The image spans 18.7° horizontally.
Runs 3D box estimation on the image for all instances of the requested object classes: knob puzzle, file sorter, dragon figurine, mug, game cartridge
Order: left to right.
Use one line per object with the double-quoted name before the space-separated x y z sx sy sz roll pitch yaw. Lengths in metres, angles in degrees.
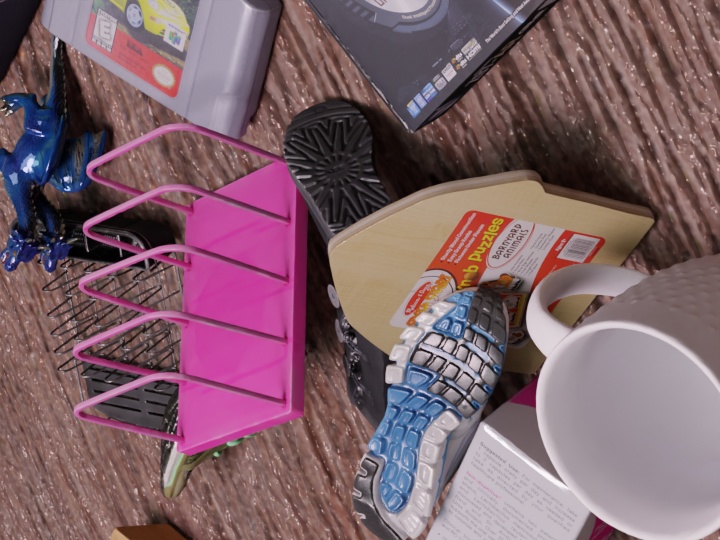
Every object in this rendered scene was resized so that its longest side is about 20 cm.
"dragon figurine" -0.242 -0.097 1.724 0.099 0.059 0.201 28 96 35
"game cartridge" -0.152 -0.200 1.631 0.199 0.041 0.134 32 123 22
"file sorter" -0.129 0.012 1.594 0.138 0.125 0.202 -22 60 45
"knob puzzle" 0.069 -0.007 1.474 0.220 0.218 0.031 -55 33 42
"mug" 0.197 0.054 1.378 0.199 0.175 0.149 29 128 25

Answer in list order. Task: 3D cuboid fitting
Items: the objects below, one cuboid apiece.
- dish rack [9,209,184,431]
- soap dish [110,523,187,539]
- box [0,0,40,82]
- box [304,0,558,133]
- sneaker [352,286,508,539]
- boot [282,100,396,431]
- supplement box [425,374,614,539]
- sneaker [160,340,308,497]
"dish rack" -0.200 0.047 1.789 0.153 0.054 0.202 9 117 37
"soap dish" -0.142 0.323 1.864 0.199 0.081 0.158 35 130 20
"box" -0.352 -0.258 1.722 0.200 0.104 0.182 47 132 11
"box" 0.050 -0.212 1.454 0.161 0.043 0.200 53 134 5
"sneaker" 0.056 0.089 1.521 0.075 0.087 0.201 31 119 13
"boot" 0.000 0.001 1.586 0.165 0.065 0.201 -106 2 -47
"supplement box" 0.117 0.183 1.563 0.103 0.101 0.201 36 131 19
"sneaker" -0.100 0.114 1.720 0.088 0.077 0.201 19 127 -15
